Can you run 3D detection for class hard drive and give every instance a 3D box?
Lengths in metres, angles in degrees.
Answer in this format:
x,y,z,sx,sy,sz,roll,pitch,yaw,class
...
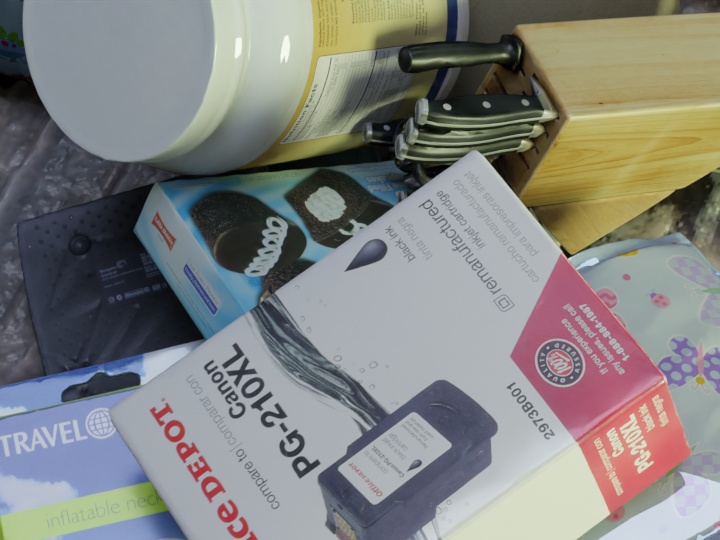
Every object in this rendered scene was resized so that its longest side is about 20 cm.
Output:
x,y,z,sx,sy,sz,roll,pitch,yaw,class
-0.090,0.046,1.141,0.134,0.042,0.201,-17,58,-8,hard drive

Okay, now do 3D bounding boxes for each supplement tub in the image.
x,y,z,sx,sy,sz,roll,pitch,yaw,class
-0.054,-0.124,1.118,0.144,0.145,0.200,39,29,26,supplement tub

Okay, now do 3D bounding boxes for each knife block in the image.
x,y,z,sx,sy,sz,roll,pitch,yaw,class
0.106,-0.086,1.117,0.200,0.176,0.064,-31,61,9,knife block

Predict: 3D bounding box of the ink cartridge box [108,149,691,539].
x,y,z,sx,sy,sz,roll,pitch,yaw,class
0.015,0.070,0.966,0.200,0.084,0.145,-35,59,-4,ink cartridge box

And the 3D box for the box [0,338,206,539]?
x,y,z,sx,sy,sz,roll,pitch,yaw,class
-0.102,0.133,1.042,0.121,0.048,0.201,-12,75,-7,box

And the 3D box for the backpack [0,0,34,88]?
x,y,z,sx,sy,sz,roll,pitch,yaw,class
-0.145,-0.212,1.228,0.146,0.200,0.184,10,55,10,backpack

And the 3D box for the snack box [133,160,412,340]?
x,y,z,sx,sy,sz,roll,pitch,yaw,class
0.000,0.000,1.116,0.199,0.037,0.116,-8,50,-41,snack box

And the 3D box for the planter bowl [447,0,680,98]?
x,y,z,sx,sy,sz,roll,pitch,yaw,class
0.079,-0.185,1.239,0.199,0.135,0.201,-1,54,2,planter bowl

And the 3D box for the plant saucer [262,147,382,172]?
x,y,z,sx,sy,sz,roll,pitch,yaw,class
-0.003,0.001,1.173,0.070,0.019,0.201,0,53,-25,plant saucer

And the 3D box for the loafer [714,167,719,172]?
x,y,z,sx,sy,sz,roll,pitch,yaw,class
0.240,-0.090,1.199,0.199,0.063,0.072,2,80,3,loafer

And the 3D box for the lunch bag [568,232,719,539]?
x,y,z,sx,sy,sz,roll,pitch,yaw,class
0.117,0.095,1.050,0.200,0.127,0.170,-33,59,-6,lunch bag
